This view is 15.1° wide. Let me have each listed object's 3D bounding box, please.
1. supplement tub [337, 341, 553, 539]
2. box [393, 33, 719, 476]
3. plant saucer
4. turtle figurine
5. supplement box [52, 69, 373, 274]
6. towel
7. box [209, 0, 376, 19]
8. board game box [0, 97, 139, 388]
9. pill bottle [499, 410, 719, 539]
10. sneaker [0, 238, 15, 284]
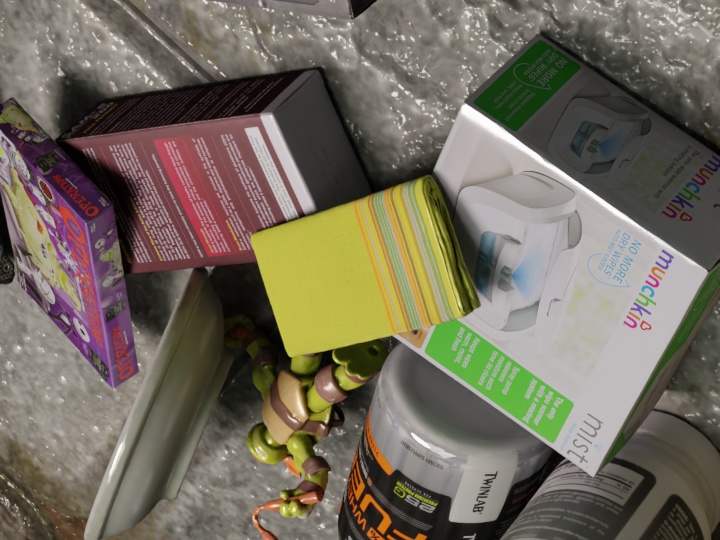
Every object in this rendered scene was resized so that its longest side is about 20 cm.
[{"bbox_3d":[0.054,0.140,1.783,0.122,0.123,0.200,30,136,15],"label":"supplement tub"},{"bbox_3d":[0.125,-0.008,1.632,0.176,0.097,0.200,36,137,12],"label":"box"},{"bbox_3d":[-0.127,0.097,1.827,0.050,0.200,0.200,23,136,-1],"label":"plant saucer"},{"bbox_3d":[-0.037,0.093,1.836,0.161,0.064,0.200,-56,44,43],"label":"turtle figurine"},{"bbox_3d":[-0.096,-0.062,1.783,0.199,0.061,0.109,-4,120,39],"label":"supplement box"},{"bbox_3d":[0.000,0.000,1.665,0.200,0.018,0.086,-16,91,56],"label":"towel"},{"bbox_3d":[-0.074,-0.254,1.621,0.158,0.048,0.201,11,128,32],"label":"box"},{"bbox_3d":[-0.204,-0.016,1.867,0.120,0.032,0.200,41,155,26],"label":"board game box"},{"bbox_3d":[0.148,0.182,1.685,0.116,0.200,0.116,20,132,24],"label":"pill bottle"},{"bbox_3d":[-0.291,-0.052,1.939,0.076,0.114,0.200,35,111,42],"label":"sneaker"}]
